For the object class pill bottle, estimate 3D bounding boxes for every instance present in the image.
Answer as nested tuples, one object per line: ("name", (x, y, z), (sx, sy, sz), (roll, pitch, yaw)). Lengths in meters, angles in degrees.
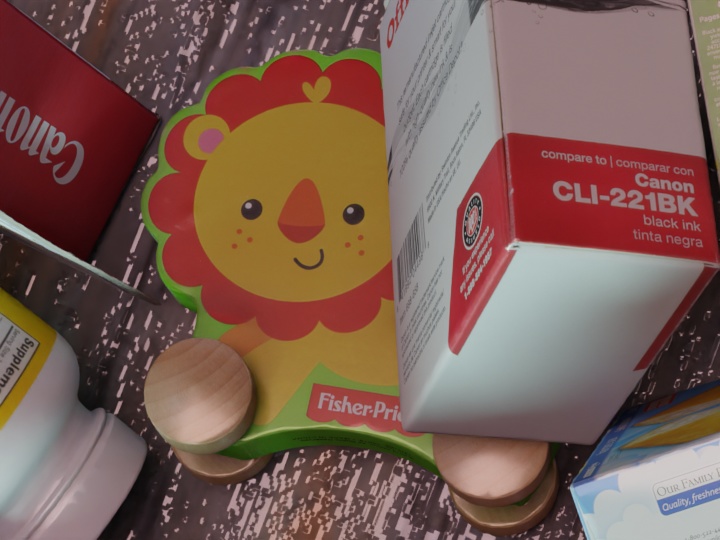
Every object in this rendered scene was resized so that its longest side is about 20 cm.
("pill bottle", (-0.192, 0.046, 1.013), (0.200, 0.112, 0.113), (39, 92, -13))

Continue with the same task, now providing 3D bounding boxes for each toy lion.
("toy lion", (0.000, 0.000, 1.030), (0.199, 0.069, 0.192), (10, 72, 13))

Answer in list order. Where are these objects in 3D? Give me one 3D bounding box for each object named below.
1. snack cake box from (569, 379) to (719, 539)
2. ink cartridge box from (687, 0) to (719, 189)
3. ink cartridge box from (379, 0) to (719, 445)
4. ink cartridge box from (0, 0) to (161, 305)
("snack cake box", (0.151, 0.076, 0.891), (0.115, 0.200, 0.067), (-21, 89, 12))
("ink cartridge box", (0.162, -0.097, 0.955), (0.048, 0.145, 0.201), (-12, 76, 15))
("ink cartridge box", (0.066, -0.054, 0.940), (0.083, 0.144, 0.201), (5, 58, -14))
("ink cartridge box", (-0.169, -0.071, 1.017), (0.175, 0.200, 0.084), (25, 86, 19))
